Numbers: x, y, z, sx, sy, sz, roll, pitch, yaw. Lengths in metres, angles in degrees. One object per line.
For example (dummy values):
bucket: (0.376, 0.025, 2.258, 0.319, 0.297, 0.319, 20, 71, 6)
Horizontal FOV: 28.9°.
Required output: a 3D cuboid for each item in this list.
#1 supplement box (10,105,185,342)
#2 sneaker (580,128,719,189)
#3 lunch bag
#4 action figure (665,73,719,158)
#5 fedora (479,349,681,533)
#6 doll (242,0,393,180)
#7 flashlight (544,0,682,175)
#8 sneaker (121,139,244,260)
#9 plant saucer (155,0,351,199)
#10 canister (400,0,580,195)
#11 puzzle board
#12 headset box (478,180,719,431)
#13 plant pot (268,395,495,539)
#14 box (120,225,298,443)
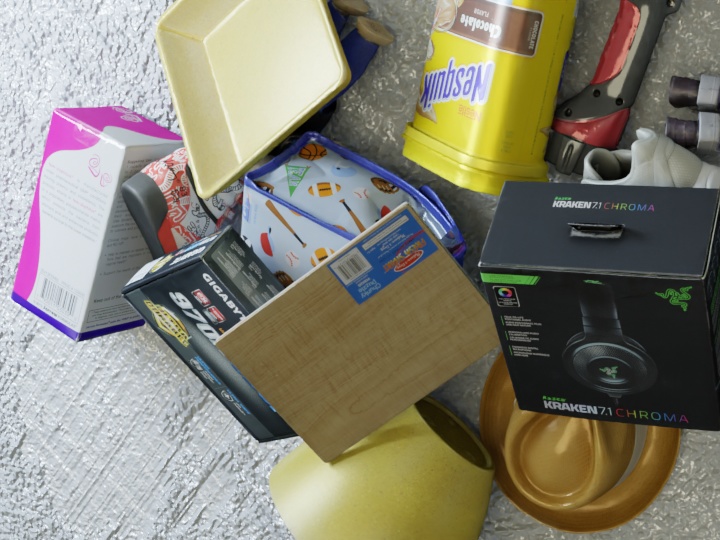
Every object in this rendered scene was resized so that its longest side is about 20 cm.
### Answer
supplement box: (-0.253, -0.049, 1.360, 0.101, 0.103, 0.202, 28, 113, 27)
sneaker: (0.204, -0.055, 1.144, 0.092, 0.076, 0.200, 39, 141, -8)
lunch bag: (0.000, 0.000, 1.231, 0.199, 0.124, 0.171, 29, 137, 23)
action figure: (0.341, -0.120, 1.094, 0.198, 0.069, 0.132, 5, 73, 23)
fedora: (0.182, 0.144, 1.223, 0.198, 0.082, 0.203, 5, 103, 22)
doll: (-0.052, -0.155, 1.281, 0.200, 0.048, 0.137, -50, 65, 26)
flashlight: (0.207, -0.177, 1.157, 0.068, 0.067, 0.202, 36, 115, 49)
sneaker: (-0.148, -0.030, 1.342, 0.067, 0.108, 0.203, 33, 150, 42)
plant saucer: (-0.090, -0.193, 1.255, 0.199, 0.048, 0.202, -36, 61, 34)
canister: (0.111, -0.177, 1.162, 0.148, 0.086, 0.202, 36, 118, 58)
puzzle board: (0.003, 0.053, 1.149, 0.199, 0.017, 0.151, -36, 112, 13)
headset box: (0.198, 0.023, 1.094, 0.172, 0.093, 0.201, 5, 140, 22)
plant pot: (0.039, 0.195, 1.249, 0.200, 0.200, 0.142, 44, 103, 10)
box: (-0.103, 0.063, 1.243, 0.200, 0.046, 0.158, 50, 146, -16)
